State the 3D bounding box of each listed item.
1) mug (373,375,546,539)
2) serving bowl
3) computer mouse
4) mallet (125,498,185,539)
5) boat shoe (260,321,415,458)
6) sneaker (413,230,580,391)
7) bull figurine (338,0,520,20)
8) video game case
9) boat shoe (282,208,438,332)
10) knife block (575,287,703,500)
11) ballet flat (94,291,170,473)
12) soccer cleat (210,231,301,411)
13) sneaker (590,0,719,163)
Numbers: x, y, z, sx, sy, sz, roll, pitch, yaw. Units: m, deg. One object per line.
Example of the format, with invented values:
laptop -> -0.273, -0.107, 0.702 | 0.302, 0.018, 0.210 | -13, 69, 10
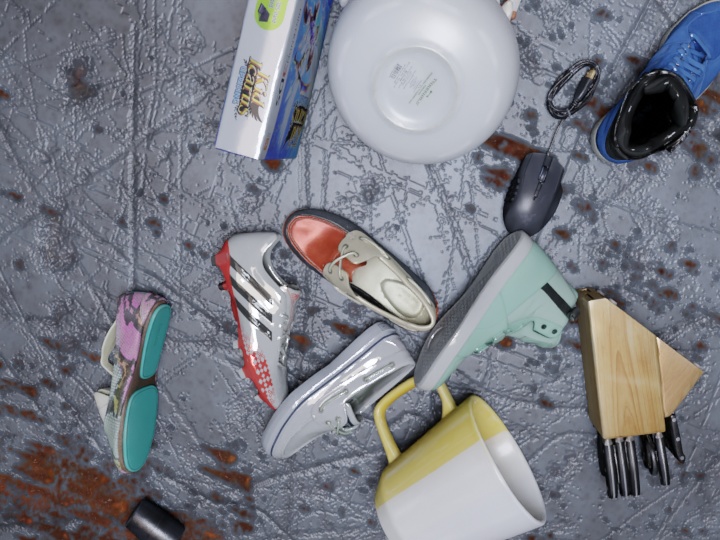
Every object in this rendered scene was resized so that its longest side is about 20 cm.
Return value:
mug -> 0.095, 0.228, 0.889 | 0.152, 0.188, 0.149 | -34, 130, 15
serving bowl -> 0.058, -0.191, 0.800 | 0.197, 0.066, 0.203 | 6, 123, 9
computer mouse -> 0.207, -0.129, 0.861 | 0.058, 0.034, 0.203 | 20, 99, -1
mallet -> -0.292, 0.353, 0.954 | 0.066, 0.041, 0.200 | 44, 102, -5
boat shoe -> -0.025, 0.145, 0.882 | 0.200, 0.073, 0.067 | -47, 61, 7
sneaker -> 0.152, 0.072, 0.864 | 0.118, 0.074, 0.201 | 39, 89, -13
bull figurine -> 0.069, -0.283, 0.816 | 0.198, 0.065, 0.122 | 30, 125, -10
video game case -> -0.075, -0.200, 0.771 | 0.045, 0.200, 0.184 | 16, 100, 3
boat shoe -> 0.000, 0.000, 0.873 | 0.199, 0.063, 0.072 | 35, 100, -3
knife block -> 0.278, 0.144, 0.888 | 0.199, 0.064, 0.176 | 36, 98, -4
ballet flat -> -0.262, 0.121, 0.904 | 0.070, 0.069, 0.203 | 11, 96, 18
soccer cleat -> -0.099, 0.055, 0.883 | 0.084, 0.069, 0.203 | -15, 94, 8
sneaker -> 0.320, -0.190, 0.809 | 0.077, 0.111, 0.200 | 43, 98, -5
